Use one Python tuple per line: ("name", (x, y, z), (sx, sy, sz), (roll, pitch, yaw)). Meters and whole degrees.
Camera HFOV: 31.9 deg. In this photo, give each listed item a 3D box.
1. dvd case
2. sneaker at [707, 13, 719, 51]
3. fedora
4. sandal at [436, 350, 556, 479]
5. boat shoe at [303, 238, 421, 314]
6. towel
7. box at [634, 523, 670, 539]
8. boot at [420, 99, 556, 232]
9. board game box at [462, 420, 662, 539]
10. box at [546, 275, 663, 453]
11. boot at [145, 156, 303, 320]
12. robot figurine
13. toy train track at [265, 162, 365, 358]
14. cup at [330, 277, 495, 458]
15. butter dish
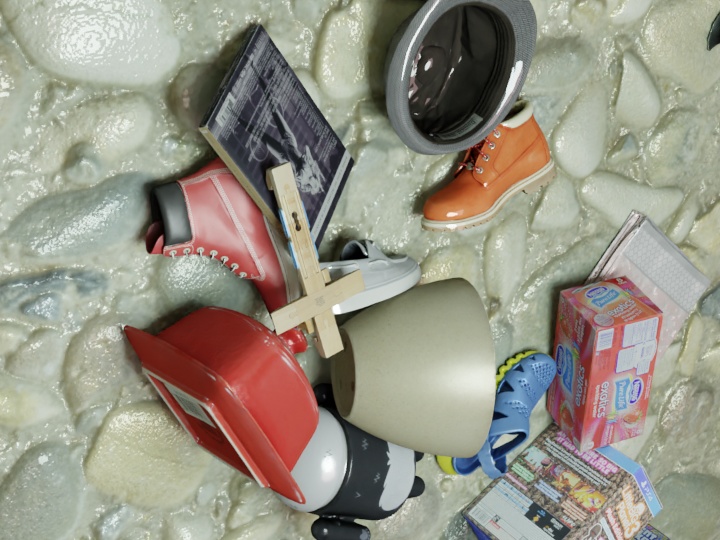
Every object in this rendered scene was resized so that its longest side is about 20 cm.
("dvd case", (-0.080, -0.127, 1.284), (0.200, 0.016, 0.150), (53, 44, -37))
("sneaker", (0.545, -0.343, 1.648), (0.198, 0.060, 0.105), (-9, 113, -26))
("fedora", (0.092, -0.228, 1.360), (0.175, 0.090, 0.202), (4, 113, -34))
("sandal", (0.189, 0.193, 1.608), (0.201, 0.087, 0.079), (-52, 127, -7))
("boat shoe", (0.000, 0.000, 1.386), (0.199, 0.071, 0.069), (-19, 98, -50))
("towel", (0.377, 0.046, 1.710), (0.199, 0.032, 0.192), (36, 88, -38))
("box", (0.366, 0.484, 1.829), (0.192, 0.122, 0.201), (-39, 126, -16))
("boot", (0.138, -0.120, 1.455), (0.199, 0.075, 0.108), (-34, 122, -29))
("board game box", (0.266, 0.317, 1.666), (0.200, 0.159, 0.097), (-42, 128, -12))
("box", (0.312, 0.120, 1.622), (0.102, 0.095, 0.202), (-13, 126, -17))
("boot", (-0.144, -0.012, 1.303), (0.143, 0.072, 0.202), (-27, 115, -22))
("robot figurine", (-0.018, 0.223, 1.455), (0.199, 0.151, 0.125), (14, 118, -38))
("toy train track", (-0.060, -0.010, 1.267), (0.114, 0.032, 0.202), (-26, 110, -31))
("cup", (0.048, 0.110, 1.396), (0.142, 0.200, 0.203), (-1, 111, -17))
("butter dish", (-0.114, 0.110, 1.299), (0.148, 0.199, 0.200), (-45, 128, -20))
